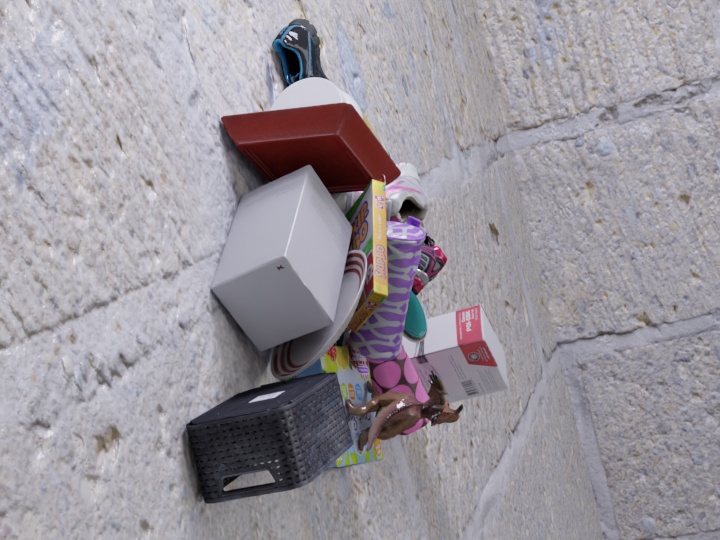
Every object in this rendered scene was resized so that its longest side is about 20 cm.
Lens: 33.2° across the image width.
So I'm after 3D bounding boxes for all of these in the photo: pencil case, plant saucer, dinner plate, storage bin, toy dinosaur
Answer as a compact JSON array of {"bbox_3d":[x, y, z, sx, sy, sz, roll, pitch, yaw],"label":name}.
[{"bbox_3d":[0.044,0.173,1.958,0.090,0.093,0.202,-35,121,-21],"label":"pencil case"},{"bbox_3d":[-0.067,-0.157,1.670,0.200,0.197,0.037,47,45,-56],"label":"plant saucer"},{"bbox_3d":[-0.050,0.062,1.590,0.024,0.200,0.202,35,36,-21],"label":"dinner plate"},{"bbox_3d":[-0.103,0.192,1.421,0.200,0.133,0.095,-26,102,-71],"label":"storage bin"},{"bbox_3d":[0.039,0.029,1.705,0.085,0.083,0.203,-15,124,-48],"label":"pencil case"},{"bbox_3d":[0.062,0.197,1.703,0.200,0.133,0.087,-14,93,-72],"label":"toy dinosaur"}]

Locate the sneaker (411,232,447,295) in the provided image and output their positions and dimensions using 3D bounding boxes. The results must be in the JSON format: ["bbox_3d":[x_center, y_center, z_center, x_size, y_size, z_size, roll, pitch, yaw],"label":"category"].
[{"bbox_3d":[0.076,-0.037,1.866,0.081,0.074,0.201,47,6,-35],"label":"sneaker"}]

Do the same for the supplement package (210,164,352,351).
[{"bbox_3d":[-0.099,-0.018,1.579,0.122,0.118,0.201,55,27,-29],"label":"supplement package"}]

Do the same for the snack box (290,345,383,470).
[{"bbox_3d":[-0.038,0.196,1.722,0.200,0.067,0.172,16,64,-68],"label":"snack box"}]

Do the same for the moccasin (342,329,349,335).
[{"bbox_3d":[-0.050,0.054,1.733,0.202,0.073,0.079,-70,137,-77],"label":"moccasin"}]

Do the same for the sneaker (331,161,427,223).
[{"bbox_3d":[0.018,-0.091,1.786,0.089,0.198,0.082,53,-24,35],"label":"sneaker"}]

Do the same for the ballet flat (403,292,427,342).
[{"bbox_3d":[0.040,0.033,1.907,0.202,0.069,0.069,59,15,13],"label":"ballet flat"}]

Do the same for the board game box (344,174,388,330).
[{"bbox_3d":[0.006,-0.029,1.635,0.030,0.096,0.202,17,52,-19],"label":"board game box"}]

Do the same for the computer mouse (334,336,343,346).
[{"bbox_3d":[-0.028,0.063,1.900,0.201,0.033,0.059,-65,150,-59],"label":"computer mouse"}]

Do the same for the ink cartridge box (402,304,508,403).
[{"bbox_3d":[0.137,0.154,2.064,0.147,0.197,0.084,59,22,-43],"label":"ink cartridge box"}]

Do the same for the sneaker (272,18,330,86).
[{"bbox_3d":[-0.086,-0.294,1.927,0.082,0.072,0.202,-45,117,-49],"label":"sneaker"}]

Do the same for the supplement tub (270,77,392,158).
[{"bbox_3d":[-0.044,-0.184,1.830,0.200,0.143,0.147,50,32,-55],"label":"supplement tub"}]
